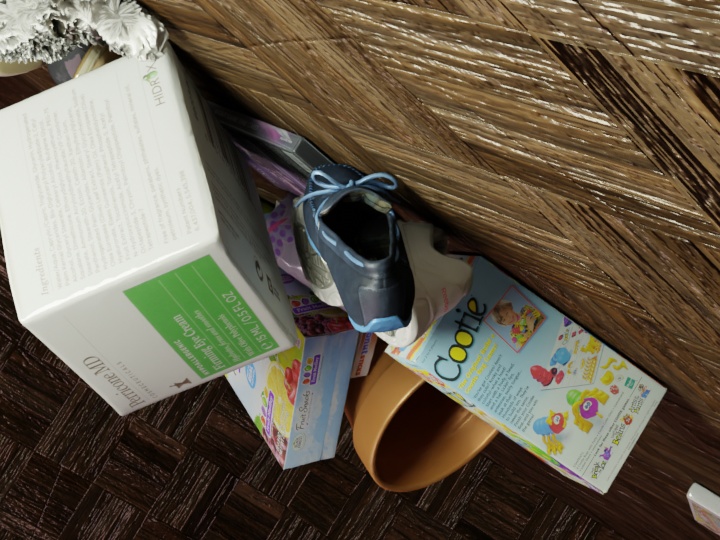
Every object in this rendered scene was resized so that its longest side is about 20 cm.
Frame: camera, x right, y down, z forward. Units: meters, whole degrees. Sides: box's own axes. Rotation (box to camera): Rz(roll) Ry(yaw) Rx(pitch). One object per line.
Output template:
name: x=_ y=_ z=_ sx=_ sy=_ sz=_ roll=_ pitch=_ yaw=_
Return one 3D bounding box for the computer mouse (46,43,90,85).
computer mouse: x=-0.254 y=-0.174 z=1.546 sx=0.140 sy=0.046 sz=0.200 roll=34 pitch=174 yaw=2

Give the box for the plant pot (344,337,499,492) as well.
plant pot: x=0.055 y=0.108 z=1.576 sx=0.140 sy=0.200 sz=0.200 roll=48 pitch=-177 yaw=33

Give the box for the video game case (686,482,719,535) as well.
video game case: x=0.470 y=0.320 z=1.792 sx=0.181 sy=0.023 sz=0.200 roll=31 pitch=174 yaw=21

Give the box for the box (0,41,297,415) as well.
box: x=-0.176 y=-0.030 z=1.228 sx=0.199 sy=0.169 sz=0.202 roll=59 pitch=-168 yaw=-59

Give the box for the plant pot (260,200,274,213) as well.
plant pot: x=-0.101 y=0.022 z=1.736 sx=0.191 sy=0.203 sz=0.200 roll=19 pitch=171 yaw=12

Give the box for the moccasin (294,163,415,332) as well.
moccasin: x=0.005 y=-0.035 z=1.134 sx=0.201 sy=0.079 sz=0.069 roll=-121 pitch=22 yaw=-53

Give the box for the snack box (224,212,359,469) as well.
snack box: x=-0.082 y=0.068 z=1.533 sx=0.067 sy=0.170 sz=0.200 roll=-9 pitch=-141 yaw=-26

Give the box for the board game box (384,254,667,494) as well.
board game box: x=0.137 y=0.084 z=1.281 sx=0.199 sy=0.106 sz=0.103 roll=35 pitch=174 yaw=-12

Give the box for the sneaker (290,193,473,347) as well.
sneaker: x=0.018 y=-0.011 z=1.227 sx=0.200 sy=0.099 sz=0.079 roll=40 pitch=144 yaw=44

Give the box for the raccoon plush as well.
raccoon plush: x=-0.232 y=-0.185 z=1.185 sx=0.199 sy=0.097 sz=0.134 roll=32 pitch=-178 yaw=9

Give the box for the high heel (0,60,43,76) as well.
high heel: x=-0.393 y=-0.271 z=1.515 sx=0.143 sy=0.071 sz=0.200 roll=48 pitch=-175 yaw=18

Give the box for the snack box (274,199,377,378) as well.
snack box: x=-0.040 y=0.015 z=1.535 sx=0.024 sy=0.073 sz=0.201 roll=-8 pitch=-137 yaw=-29

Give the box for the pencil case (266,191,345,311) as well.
pencil case: x=0.000 y=0.000 z=1.435 sx=0.199 sy=0.084 sz=0.091 roll=31 pitch=-172 yaw=17

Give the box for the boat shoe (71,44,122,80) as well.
boat shoe: x=-0.209 y=-0.157 z=1.369 sx=0.069 sy=0.074 sz=0.200 roll=30 pitch=-177 yaw=3

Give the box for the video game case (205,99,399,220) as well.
video game case: x=-0.063 y=-0.093 z=1.333 sx=0.143 sy=0.019 sz=0.199 roll=39 pitch=173 yaw=-39
